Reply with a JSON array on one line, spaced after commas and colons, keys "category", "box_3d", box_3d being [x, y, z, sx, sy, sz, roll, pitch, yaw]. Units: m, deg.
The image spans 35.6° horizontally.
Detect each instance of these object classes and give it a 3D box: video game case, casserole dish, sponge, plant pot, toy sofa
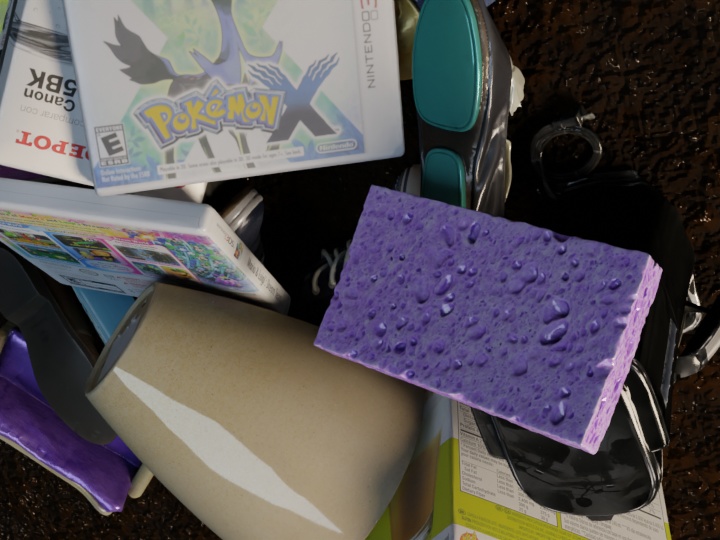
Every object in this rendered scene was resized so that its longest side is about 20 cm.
[{"category": "video game case", "box_3d": [-0.168, -0.015, 0.802, 0.199, 0.024, 0.182, 8, 162, 17]}, {"category": "casserole dish", "box_3d": [-0.191, 0.065, 0.942, 0.200, 0.039, 0.121, 48, 162, 36]}, {"category": "sponge", "box_3d": [0.068, 0.022, 0.665, 0.200, 0.112, 0.030, 17, 173, 37]}, {"category": "video game case", "box_3d": [-0.076, -0.147, 0.685, 0.199, 0.022, 0.183, -8, 109, -8]}, {"category": "plant pot", "box_3d": [-0.089, 0.101, 0.808, 0.200, 0.188, 0.187, 33, 130, -17]}, {"category": "toy sofa", "box_3d": [-0.274, 0.132, 1.061, 0.200, 0.098, 0.083, 35, 130, -1]}]

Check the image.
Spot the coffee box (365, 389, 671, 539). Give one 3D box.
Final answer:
[{"category": "coffee box", "box_3d": [0.096, 0.205, 0.855, 0.199, 0.198, 0.200, 23, 132, -20]}]

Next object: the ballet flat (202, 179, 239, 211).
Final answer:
[{"category": "ballet flat", "box_3d": [-0.166, -0.035, 0.916, 0.068, 0.068, 0.200, 36, 129, -5]}]

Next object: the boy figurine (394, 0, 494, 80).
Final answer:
[{"category": "boy figurine", "box_3d": [0.009, -0.177, 0.747, 0.200, 0.065, 0.125, -23, 114, 30]}]

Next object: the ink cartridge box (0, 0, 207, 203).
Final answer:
[{"category": "ink cartridge box", "box_3d": [-0.153, -0.154, 0.731, 0.146, 0.083, 0.201, 12, 101, -25]}]

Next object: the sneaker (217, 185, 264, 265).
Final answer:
[{"category": "sneaker", "box_3d": [-0.096, 0.021, 0.923, 0.108, 0.070, 0.200, 38, 136, 1]}]

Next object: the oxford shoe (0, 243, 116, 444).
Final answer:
[{"category": "oxford shoe", "box_3d": [-0.260, 0.059, 1.005, 0.071, 0.071, 0.201, -22, 97, 28]}]

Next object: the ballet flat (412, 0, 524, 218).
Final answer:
[{"category": "ballet flat", "box_3d": [0.071, -0.091, 0.724, 0.073, 0.073, 0.201, 8, 115, 18]}]

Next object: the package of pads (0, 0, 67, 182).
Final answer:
[{"category": "package of pads", "box_3d": [-0.230, -0.143, 0.793, 0.199, 0.068, 0.155, -6, 109, -16]}]

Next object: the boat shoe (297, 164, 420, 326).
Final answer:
[{"category": "boat shoe", "box_3d": [0.000, 0.000, 0.863, 0.092, 0.075, 0.201, 13, 128, 6]}]

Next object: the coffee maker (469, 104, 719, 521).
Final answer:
[{"category": "coffee maker", "box_3d": [0.142, 0.031, 0.744, 0.135, 0.200, 0.192, -34, 105, 36]}]
